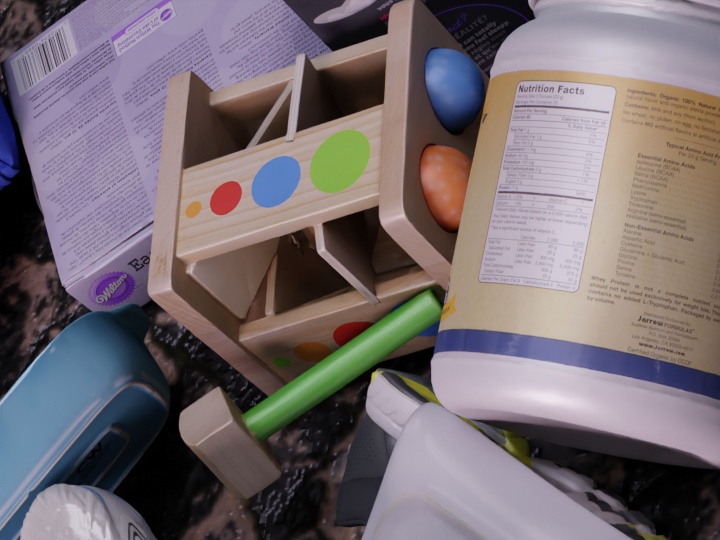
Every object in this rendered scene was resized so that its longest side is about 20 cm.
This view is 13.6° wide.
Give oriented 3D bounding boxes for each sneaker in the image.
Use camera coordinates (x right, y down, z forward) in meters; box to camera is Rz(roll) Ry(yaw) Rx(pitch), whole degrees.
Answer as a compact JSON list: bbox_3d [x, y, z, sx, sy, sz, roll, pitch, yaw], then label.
[{"bbox_3d":[0.065,0.123,1.329,0.200,0.074,0.085,41,113,41],"label":"sneaker"},{"bbox_3d":[-0.097,0.187,1.402,0.072,0.072,0.201,-37,59,22],"label":"sneaker"}]

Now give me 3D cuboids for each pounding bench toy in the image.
[{"bbox_3d":[0.000,0.000,1.410,0.155,0.124,0.201,-16,53,27],"label":"pounding bench toy"}]

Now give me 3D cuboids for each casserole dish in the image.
[{"bbox_3d":[-0.159,0.105,1.471,0.039,0.121,0.200,38,86,18],"label":"casserole dish"}]

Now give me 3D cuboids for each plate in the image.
[{"bbox_3d":[0.043,0.182,1.264,0.200,0.032,0.200,34,108,44],"label":"plate"}]

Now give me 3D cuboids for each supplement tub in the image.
[{"bbox_3d":[0.116,-0.026,1.286,0.144,0.144,0.201,6,80,39],"label":"supplement tub"}]

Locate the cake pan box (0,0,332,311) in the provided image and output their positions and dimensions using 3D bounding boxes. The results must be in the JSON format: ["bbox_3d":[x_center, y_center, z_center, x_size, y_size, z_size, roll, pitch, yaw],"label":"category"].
[{"bbox_3d":[-0.093,-0.090,1.595,0.200,0.052,0.185,-35,44,12],"label":"cake pan box"}]

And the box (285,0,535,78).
[{"bbox_3d":[0.013,-0.181,1.461,0.122,0.200,0.106,-32,47,14],"label":"box"}]

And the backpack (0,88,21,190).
[{"bbox_3d":[-0.273,-0.058,1.617,0.168,0.162,0.201,-35,48,26],"label":"backpack"}]
